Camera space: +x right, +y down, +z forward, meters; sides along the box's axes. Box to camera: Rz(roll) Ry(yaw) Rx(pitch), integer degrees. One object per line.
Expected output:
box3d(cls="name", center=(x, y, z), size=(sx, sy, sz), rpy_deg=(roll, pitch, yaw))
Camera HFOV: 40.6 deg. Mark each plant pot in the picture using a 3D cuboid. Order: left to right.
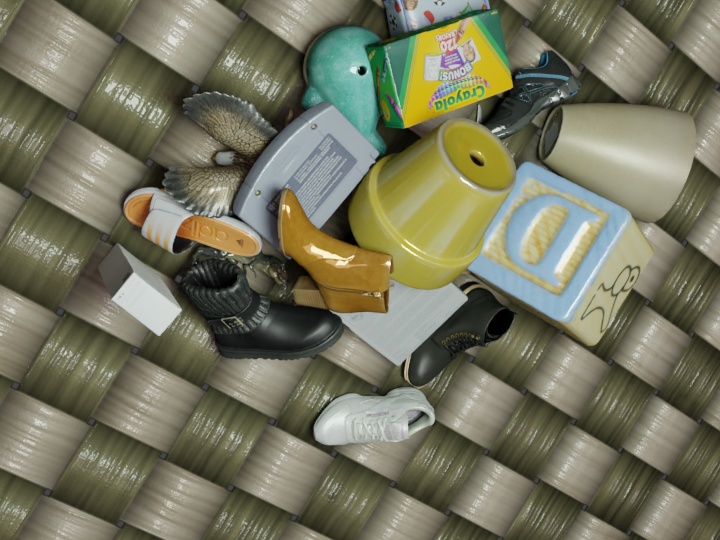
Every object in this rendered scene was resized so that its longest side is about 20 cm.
box3d(cls="plant pot", center=(0.112, -0.104, 1.357), size=(0.201, 0.201, 0.189), rpy_deg=(21, 139, -23))
box3d(cls="plant pot", center=(0.395, -0.190, 1.552), size=(0.200, 0.187, 0.188), rpy_deg=(14, 98, -10))

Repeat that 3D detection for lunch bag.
box3d(cls="lunch bag", center=(0.127, -0.363, 1.458), size=(0.160, 0.076, 0.200), rpy_deg=(-22, 110, -19))

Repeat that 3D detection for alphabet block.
box3d(cls="alphabet block", center=(0.307, -0.022, 1.498), size=(0.195, 0.196, 0.200), rpy_deg=(-57, 150, 1))

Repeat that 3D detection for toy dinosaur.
box3d(cls="toy dinosaur", center=(-0.201, -0.026, 1.441), size=(0.200, 0.047, 0.088), rpy_deg=(39, 85, -19))

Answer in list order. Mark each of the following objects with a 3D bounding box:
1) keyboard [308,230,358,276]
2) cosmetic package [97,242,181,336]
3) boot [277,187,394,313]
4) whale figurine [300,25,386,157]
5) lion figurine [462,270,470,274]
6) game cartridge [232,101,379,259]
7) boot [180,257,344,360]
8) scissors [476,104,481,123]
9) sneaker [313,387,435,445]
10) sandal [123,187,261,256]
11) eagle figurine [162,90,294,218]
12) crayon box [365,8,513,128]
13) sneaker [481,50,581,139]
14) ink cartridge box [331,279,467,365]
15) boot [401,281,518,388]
box3d(cls="keyboard", center=(0.000, 0.000, 1.490), size=(0.104, 0.040, 0.200), rpy_deg=(37, 107, -22))
box3d(cls="cosmetic package", center=(-0.305, 0.023, 1.328), size=(0.083, 0.200, 0.051), rpy_deg=(40, 87, -23))
box3d(cls="boot", center=(-0.029, -0.026, 1.313), size=(0.144, 0.071, 0.201), rpy_deg=(1, 129, 14))
box3d(cls="whale figurine", center=(-0.007, -0.255, 1.418), size=(0.159, 0.104, 0.200), rpy_deg=(-14, 105, -16))
box3d(cls="lion figurine", center=(0.095, -0.056, 1.532), size=(0.200, 0.072, 0.123), rpy_deg=(2, 110, -6))
box3d(cls="game cartridge", center=(-0.079, -0.128, 1.344), size=(0.200, 0.041, 0.133), rpy_deg=(-50, 129, -2))
box3d(cls="boot", center=(-0.141, 0.053, 1.400), size=(0.211, 0.079, 0.158), rpy_deg=(-7, 130, 12))
box3d(cls="scissors", center=(0.185, -0.160, 1.559), size=(0.073, 0.014, 0.200), rpy_deg=(-20, 110, -13))
box3d(cls="sneaker", center=(0.024, 0.237, 1.553), size=(0.200, 0.100, 0.075), rpy_deg=(-13, 109, -15))
box3d(cls="sandal", center=(-0.241, -0.055, 1.359), size=(0.206, 0.059, 0.079), rpy_deg=(17, 135, 6))
box3d(cls="eagle figurine", center=(-0.165, -0.154, 1.366), size=(0.151, 0.200, 0.152), rpy_deg=(-27, 76, 28))
box3d(cls="crayon box", center=(0.115, -0.289, 1.388), size=(0.200, 0.058, 0.119), rpy_deg=(-24, 111, -24))
box3d(cls="sneaker", center=(0.250, -0.269, 1.535), size=(0.200, 0.073, 0.082), rpy_deg=(-36, 97, -15))
box3d(cls="ink cartridge box", center=(0.049, 0.040, 1.504), size=(0.162, 0.050, 0.200), rpy_deg=(-44, 126, 6))
box3d(cls="boot", center=(0.154, 0.115, 1.548), size=(0.077, 0.138, 0.200), rpy_deg=(33, 92, -24))
